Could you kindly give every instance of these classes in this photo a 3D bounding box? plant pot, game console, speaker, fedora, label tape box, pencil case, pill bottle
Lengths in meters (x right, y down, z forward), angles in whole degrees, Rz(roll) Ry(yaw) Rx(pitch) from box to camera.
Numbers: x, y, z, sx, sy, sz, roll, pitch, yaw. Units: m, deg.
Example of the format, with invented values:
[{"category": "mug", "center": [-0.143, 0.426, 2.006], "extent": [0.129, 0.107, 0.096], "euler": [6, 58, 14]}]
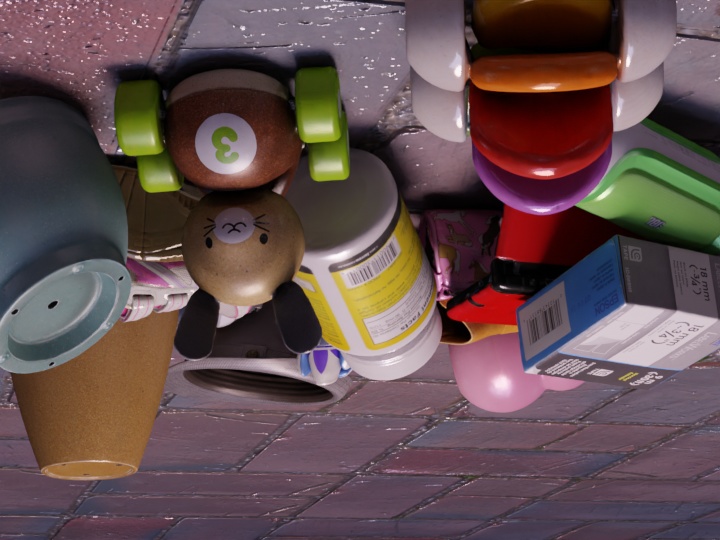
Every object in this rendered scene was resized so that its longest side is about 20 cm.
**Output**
[{"category": "plant pot", "center": [-0.253, -0.010, 1.309], "extent": [0.199, 0.134, 0.201], "euler": [-31, 153, -18]}, {"category": "game console", "center": [0.190, -0.026, 1.505], "extent": [0.198, 0.120, 0.172], "euler": [5, 163, -20]}, {"category": "speaker", "center": [0.227, -0.070, 1.387], "extent": [0.199, 0.089, 0.088], "euler": [21, 152, -35]}, {"category": "fedora", "center": [-0.104, 0.078, 1.773], "extent": [0.198, 0.091, 0.177], "euler": [0, 163, 17]}, {"category": "label tape box", "center": [0.251, 0.042, 1.441], "extent": [0.198, 0.064, 0.144], "euler": [9, 151, -28]}, {"category": "pencil case", "center": [0.147, -0.011, 1.584], "extent": [0.198, 0.087, 0.083], "euler": [0, -178, -16]}, {"category": "pill bottle", "center": [0.000, 0.000, 1.469], "extent": [0.113, 0.115, 0.201], "euler": [-7, 142, 14]}, {"category": "plant pot", "center": [-0.259, 0.094, 1.681], "extent": [0.184, 0.202, 0.187], "euler": [-3, 163, -1]}]

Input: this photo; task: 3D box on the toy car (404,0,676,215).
[{"category": "toy car", "center": [0.119, -0.115, 1.153], "extent": [0.173, 0.151, 0.200], "euler": [-4, 162, 3]}]

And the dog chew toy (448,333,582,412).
[{"category": "dog chew toy", "center": [0.194, 0.075, 1.827], "extent": [0.198, 0.126, 0.125], "euler": [-14, 161, 8]}]

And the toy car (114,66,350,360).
[{"category": "toy car", "center": [-0.090, -0.034, 1.294], "extent": [0.162, 0.202, 0.158], "euler": [-4, 163, 3]}]

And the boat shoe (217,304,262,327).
[{"category": "boat shoe", "center": [-0.103, 0.001, 1.641], "extent": [0.066, 0.070, 0.200], "euler": [-18, 163, -18]}]

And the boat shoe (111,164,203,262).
[{"category": "boat shoe", "center": [-0.160, -0.044, 1.469], "extent": [0.199, 0.072, 0.066], "euler": [13, -171, -15]}]

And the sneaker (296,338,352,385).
[{"category": "sneaker", "center": [-0.032, 0.025, 1.578], "extent": [0.080, 0.148, 0.200], "euler": [-6, 163, 10]}]

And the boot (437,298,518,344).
[{"category": "boot", "center": [0.139, 0.043, 1.629], "extent": [0.200, 0.071, 0.144], "euler": [18, -155, 24]}]

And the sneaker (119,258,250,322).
[{"category": "sneaker", "center": [-0.191, 0.009, 1.531], "extent": [0.198, 0.089, 0.081], "euler": [20, 157, -13]}]
